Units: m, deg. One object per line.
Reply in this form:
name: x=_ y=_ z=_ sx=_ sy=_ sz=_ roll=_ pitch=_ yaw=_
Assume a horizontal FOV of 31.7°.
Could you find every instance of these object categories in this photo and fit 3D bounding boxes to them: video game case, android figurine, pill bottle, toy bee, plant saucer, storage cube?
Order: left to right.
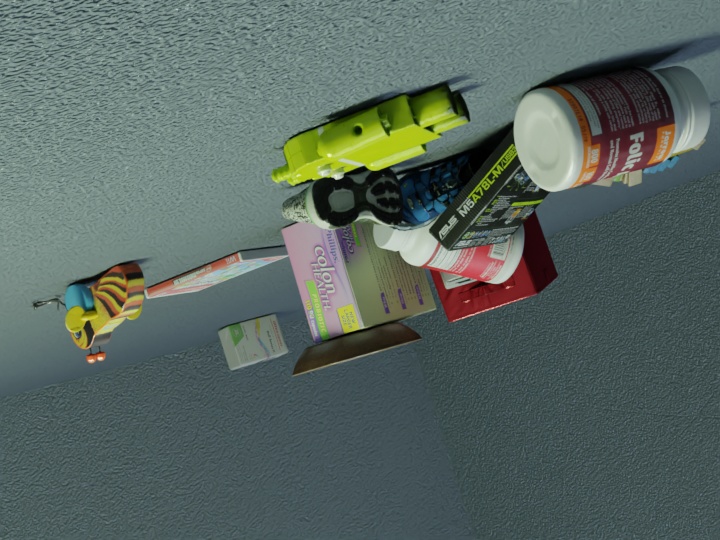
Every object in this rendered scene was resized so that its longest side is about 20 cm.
toy bee: x=-0.359 y=0.066 z=1.750 sx=0.130 sy=0.109 sz=0.200 roll=-17 pitch=176 yaw=-31
video game case: x=-0.231 y=0.003 z=2.048 sx=0.199 sy=0.018 sz=0.143 roll=-21 pitch=174 yaw=29
plant saucer: x=-0.009 y=0.112 z=1.859 sx=0.199 sy=0.037 sz=0.200 roll=-16 pitch=175 yaw=-1
android figurine: x=0.007 y=-0.128 z=1.253 sx=0.199 sy=0.041 sz=0.182 roll=-21 pitch=175 yaw=14
pill bottle: x=0.125 y=-0.053 z=1.818 sx=0.199 sy=0.113 sz=0.112 roll=13 pitch=163 yaw=-22
storage cube: x=0.221 y=-0.034 z=2.197 sx=0.170 sy=0.181 sz=0.200 roll=-19 pitch=-178 yaw=23
pill bottle: x=0.281 y=-0.162 z=1.407 sx=0.199 sy=0.115 sz=0.114 roll=-15 pitch=175 yaw=-24

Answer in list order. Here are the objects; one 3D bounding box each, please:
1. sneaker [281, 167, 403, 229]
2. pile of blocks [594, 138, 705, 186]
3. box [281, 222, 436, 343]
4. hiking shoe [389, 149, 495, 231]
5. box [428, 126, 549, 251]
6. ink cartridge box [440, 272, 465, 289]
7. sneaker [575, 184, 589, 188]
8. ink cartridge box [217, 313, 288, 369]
sneaker: x=-0.021 y=-0.087 z=1.548 sx=0.088 sy=0.077 sz=0.200 roll=-5 pitch=179 yaw=37
pile of blocks: x=0.433 y=-0.187 z=1.978 sx=0.199 sy=0.062 sz=0.082 roll=-15 pitch=133 yaw=-8
box: x=0.000 y=0.000 z=1.886 sx=0.096 sy=0.177 sz=0.200 roll=-20 pitch=175 yaw=35
hiking shoe: x=0.114 y=-0.117 z=1.672 sx=0.199 sy=0.075 sz=0.087 roll=-26 pitch=173 yaw=-28
box: x=0.199 y=-0.112 z=1.646 sx=0.193 sy=0.048 sz=0.200 roll=-53 pitch=160 yaw=23
ink cartridge box: x=0.150 y=-0.054 z=2.008 sx=0.082 sy=0.146 sz=0.200 roll=-18 pitch=175 yaw=3
sneaker: x=0.257 y=-0.141 z=1.849 sx=0.198 sy=0.077 sz=0.114 roll=-13 pitch=176 yaw=-14
ink cartridge box: x=-0.280 y=0.192 z=3.496 sx=0.199 sy=0.118 sz=0.067 roll=-14 pitch=172 yaw=-37
